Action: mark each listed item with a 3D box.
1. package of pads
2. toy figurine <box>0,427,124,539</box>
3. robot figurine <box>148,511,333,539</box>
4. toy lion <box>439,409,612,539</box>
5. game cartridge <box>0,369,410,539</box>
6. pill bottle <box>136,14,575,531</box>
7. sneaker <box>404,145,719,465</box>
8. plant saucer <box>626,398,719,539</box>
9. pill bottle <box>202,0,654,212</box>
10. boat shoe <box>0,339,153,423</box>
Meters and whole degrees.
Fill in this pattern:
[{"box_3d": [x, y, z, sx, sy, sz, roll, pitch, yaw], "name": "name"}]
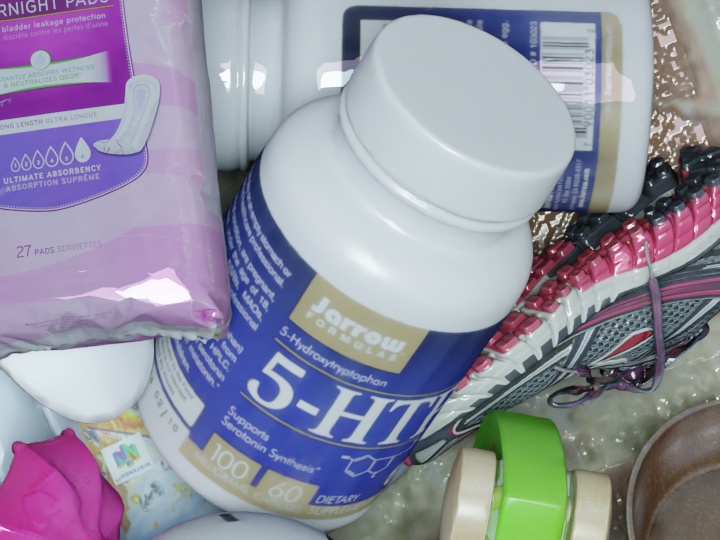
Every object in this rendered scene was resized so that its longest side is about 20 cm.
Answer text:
[{"box_3d": [-0.117, -0.064, 1.098, 0.120, 0.076, 0.201, -7, 79, 1], "name": "package of pads"}, {"box_3d": [-0.187, 0.099, 1.155, 0.183, 0.200, 0.151, 25, 73, -7], "name": "toy figurine"}, {"box_3d": [-0.048, 0.190, 1.135, 0.150, 0.125, 0.201, 23, 131, 21], "name": "robot figurine"}, {"box_3d": [0.050, 0.152, 1.198, 0.068, 0.192, 0.201, 10, 105, -4], "name": "toy lion"}, {"box_3d": [-0.074, 0.073, 1.246, 0.199, 0.042, 0.134, -25, 91, -14], "name": "game cartridge"}, {"box_3d": [0.000, 0.000, 1.138, 0.119, 0.120, 0.200, 30, 126, -4], "name": "pill bottle"}, {"box_3d": [0.098, 0.028, 1.238, 0.199, 0.081, 0.075, -32, 111, -7], "name": "sneaker"}, {"box_3d": [0.201, 0.140, 1.224, 0.199, 0.201, 0.035, 24, 131, -3], "name": "plant saucer"}, {"box_3d": [0.022, -0.082, 1.220, 0.198, 0.111, 0.112, 2, 95, -1], "name": "pill bottle"}, {"box_3d": [-0.155, -0.022, 1.168, 0.072, 0.066, 0.200, -40, 89, -8], "name": "boat shoe"}]
